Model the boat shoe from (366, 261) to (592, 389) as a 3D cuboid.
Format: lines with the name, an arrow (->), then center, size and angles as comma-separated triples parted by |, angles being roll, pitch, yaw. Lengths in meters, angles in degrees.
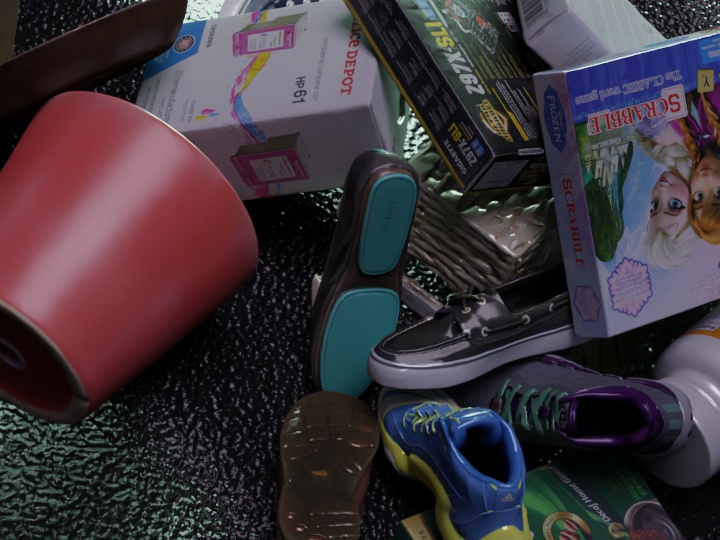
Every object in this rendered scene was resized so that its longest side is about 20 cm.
boat shoe -> 0.092, 0.037, 1.602 | 0.199, 0.057, 0.069 | -15, 26, -27

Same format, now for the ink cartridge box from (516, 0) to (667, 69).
ink cartridge box -> 0.198, -0.174, 1.707 | 0.200, 0.057, 0.163 | 45, 23, -30

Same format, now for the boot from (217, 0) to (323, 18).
boot -> -0.053, -0.226, 1.847 | 0.090, 0.073, 0.200 | 24, 48, 11

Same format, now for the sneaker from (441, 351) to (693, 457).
sneaker -> 0.140, 0.097, 1.588 | 0.199, 0.087, 0.075 | 3, 88, 25

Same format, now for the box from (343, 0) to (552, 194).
box -> 0.093, -0.154, 1.645 | 0.159, 0.049, 0.200 | -9, 60, -44

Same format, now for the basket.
basket -> 0.111, -0.057, 1.727 | 0.135, 0.124, 0.200 | 38, 51, 14

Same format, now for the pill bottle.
pill bottle -> 0.297, 0.083, 1.676 | 0.111, 0.111, 0.200 | 42, 53, 18

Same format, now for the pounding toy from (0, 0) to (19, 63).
pounding toy -> -0.376, -0.221, 1.667 | 0.142, 0.200, 0.184 | -29, 65, -33

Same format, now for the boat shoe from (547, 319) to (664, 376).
boat shoe -> 0.186, 0.039, 1.713 | 0.068, 0.075, 0.200 | 25, 48, 30

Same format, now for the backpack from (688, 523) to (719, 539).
backpack -> 0.330, 0.234, 1.538 | 0.190, 0.154, 0.200 | -36, 83, -31

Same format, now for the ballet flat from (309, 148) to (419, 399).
ballet flat -> 0.000, 0.000, 1.626 | 0.068, 0.201, 0.068 | 5, 23, -27

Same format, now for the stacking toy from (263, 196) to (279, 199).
stacking toy -> -0.034, -0.132, 1.780 | 0.085, 0.085, 0.200 | 36, 56, 14

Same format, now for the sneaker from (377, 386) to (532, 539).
sneaker -> 0.073, 0.119, 1.535 | 0.076, 0.105, 0.200 | -12, 42, -22

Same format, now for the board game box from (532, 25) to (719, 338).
board game box -> 0.232, -0.070, 1.624 | 0.200, 0.041, 0.200 | -18, 102, -33

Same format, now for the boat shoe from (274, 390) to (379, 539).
boat shoe -> -0.031, 0.161, 1.549 | 0.072, 0.068, 0.200 | 13, 33, -2

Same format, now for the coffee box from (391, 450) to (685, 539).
coffee box -> 0.135, 0.208, 1.571 | 0.199, 0.044, 0.123 | -16, 57, -27

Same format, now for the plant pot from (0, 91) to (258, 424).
plant pot -> -0.204, 0.000, 1.560 | 0.200, 0.201, 0.177 | 31, 60, 10

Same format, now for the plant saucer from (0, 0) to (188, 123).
plant saucer -> -0.214, -0.157, 1.636 | 0.200, 0.200, 0.037 | -27, 94, -32

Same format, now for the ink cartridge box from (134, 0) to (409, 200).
ink cartridge box -> -0.067, -0.132, 1.681 | 0.199, 0.085, 0.145 | -6, 43, 13
